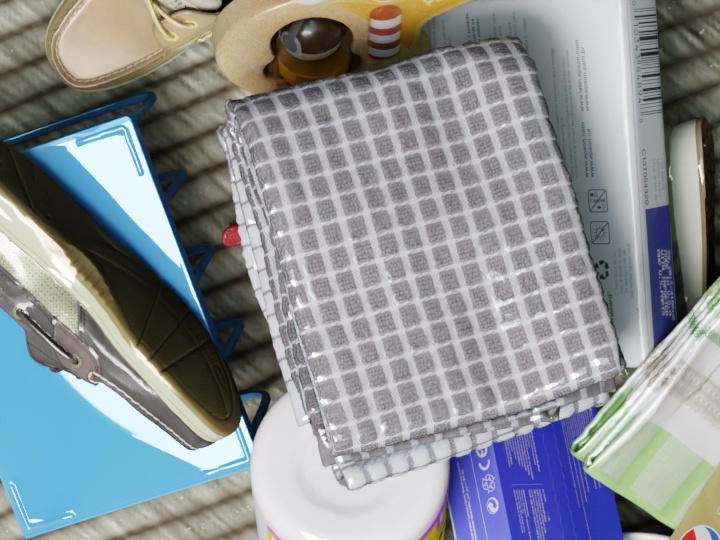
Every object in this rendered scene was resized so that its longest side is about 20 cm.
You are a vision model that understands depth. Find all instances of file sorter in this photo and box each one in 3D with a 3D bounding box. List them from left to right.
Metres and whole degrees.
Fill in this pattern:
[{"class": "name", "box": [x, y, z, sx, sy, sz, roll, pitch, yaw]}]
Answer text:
[{"class": "file sorter", "box": [-0.144, 0.018, 1.457, 0.138, 0.123, 0.201, -18, 102, 11]}]

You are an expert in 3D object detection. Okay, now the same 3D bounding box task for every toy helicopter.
[{"class": "toy helicopter", "box": [0.012, -0.145, 1.364, 0.199, 0.079, 0.132, -21, 144, 21]}]

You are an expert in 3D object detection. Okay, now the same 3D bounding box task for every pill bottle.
[{"class": "pill bottle", "box": [-0.005, 0.135, 1.434, 0.104, 0.200, 0.105, 0, 67, 0]}]

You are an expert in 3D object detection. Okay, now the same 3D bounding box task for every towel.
[{"class": "towel", "box": [0.032, -0.007, 1.323, 0.165, 0.086, 0.201, -15, 80, -16]}, {"class": "towel", "box": [0.223, 0.059, 1.387, 0.149, 0.031, 0.200, 35, 100, -32]}]

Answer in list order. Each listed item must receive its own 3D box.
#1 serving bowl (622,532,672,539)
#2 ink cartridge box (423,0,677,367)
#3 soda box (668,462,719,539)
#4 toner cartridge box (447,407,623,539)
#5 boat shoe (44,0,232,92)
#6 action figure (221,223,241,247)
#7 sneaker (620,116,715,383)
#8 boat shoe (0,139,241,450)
[{"class": "serving bowl", "box": [0.167, 0.245, 1.502, 0.199, 0.066, 0.201, 1, 92, 22]}, {"class": "ink cartridge box", "box": [0.073, -0.049, 1.429, 0.199, 0.043, 0.197, 1, 99, 38]}, {"class": "soda box", "box": [0.215, 0.138, 1.380, 0.068, 0.064, 0.200, 20, 110, -29]}, {"class": "toner cartridge box", "box": [0.099, 0.154, 1.438, 0.043, 0.095, 0.201, -24, 70, 41]}, {"class": "boat shoe", "box": [-0.093, -0.162, 1.432, 0.200, 0.066, 0.074, -36, 99, 13]}, {"class": "action figure", "box": [0.000, 0.000, 1.408, 0.200, 0.099, 0.066, 23, 111, 28]}, {"class": "sneaker", "box": [0.149, 0.013, 1.460, 0.089, 0.067, 0.201, 2, 105, 13]}, {"class": "boat shoe", "box": [-0.146, 0.020, 1.363, 0.066, 0.072, 0.201, -41, 97, 24]}]
